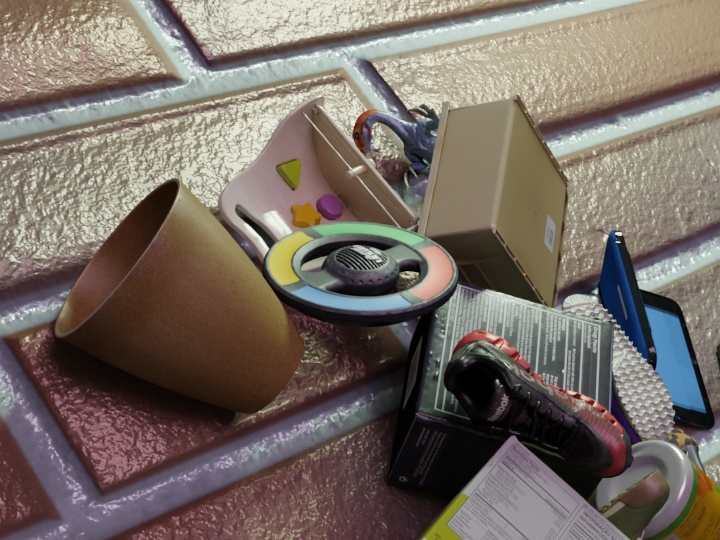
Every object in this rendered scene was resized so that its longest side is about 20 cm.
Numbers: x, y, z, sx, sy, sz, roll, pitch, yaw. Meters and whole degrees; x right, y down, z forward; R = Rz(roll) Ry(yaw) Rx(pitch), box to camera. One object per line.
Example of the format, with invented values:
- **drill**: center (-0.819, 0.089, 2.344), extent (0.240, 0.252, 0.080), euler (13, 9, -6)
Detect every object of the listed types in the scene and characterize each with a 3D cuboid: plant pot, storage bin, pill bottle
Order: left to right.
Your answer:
- **plant pot**: center (-0.158, 0.044, 1.368), extent (0.200, 0.186, 0.187), euler (39, 40, -20)
- **storage bin**: center (0.161, -0.062, 1.625), extent (0.199, 0.094, 0.200), euler (51, 40, -44)
- **pill bottle**: center (0.342, 0.273, 1.484), extent (0.200, 0.111, 0.111), euler (42, 36, -32)

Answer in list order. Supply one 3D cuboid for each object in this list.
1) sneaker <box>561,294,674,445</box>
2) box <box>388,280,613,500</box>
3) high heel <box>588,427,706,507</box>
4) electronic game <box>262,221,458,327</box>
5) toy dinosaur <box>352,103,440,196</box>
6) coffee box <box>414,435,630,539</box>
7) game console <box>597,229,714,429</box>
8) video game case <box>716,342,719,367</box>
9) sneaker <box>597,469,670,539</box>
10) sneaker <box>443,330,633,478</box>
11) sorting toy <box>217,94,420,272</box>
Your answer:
- **sneaker**: center (0.276, 0.131, 1.606), extent (0.069, 0.100, 0.200), euler (-9, 55, -31)
- **box**: center (0.148, 0.136, 1.472), extent (0.198, 0.123, 0.200), euler (16, 45, -3)
- **high heel**: center (0.291, 0.209, 1.597), extent (0.200, 0.072, 0.143), euler (11, 25, -9)
- **electronic game**: center (0.000, 0.000, 1.444), extent (0.200, 0.042, 0.200), euler (2, 27, -1)
- **toy dinosaur**: center (0.082, -0.142, 1.769), extent (0.181, 0.105, 0.200), euler (32, 5, 12)
- **coffee box**: center (0.121, 0.313, 1.274), extent (0.200, 0.200, 0.198), euler (41, 43, 7)
- **game console**: center (0.365, 0.070, 1.713), extent (0.118, 0.171, 0.200), euler (-5, 52, -4)
- **video game case**: center (0.539, 0.193, 1.780), extent (0.180, 0.026, 0.200), euler (19, 45, -18)
- **sneaker**: center (0.242, 0.285, 1.388), extent (0.090, 0.200, 0.067), euler (52, 24, 12)
- **sneaker**: center (0.158, 0.133, 1.320), extent (0.200, 0.071, 0.098), euler (35, 22, 16)
- **sorting toy**: center (-0.059, -0.067, 1.575), extent (0.180, 0.107, 0.200), euler (-29, 73, -37)
